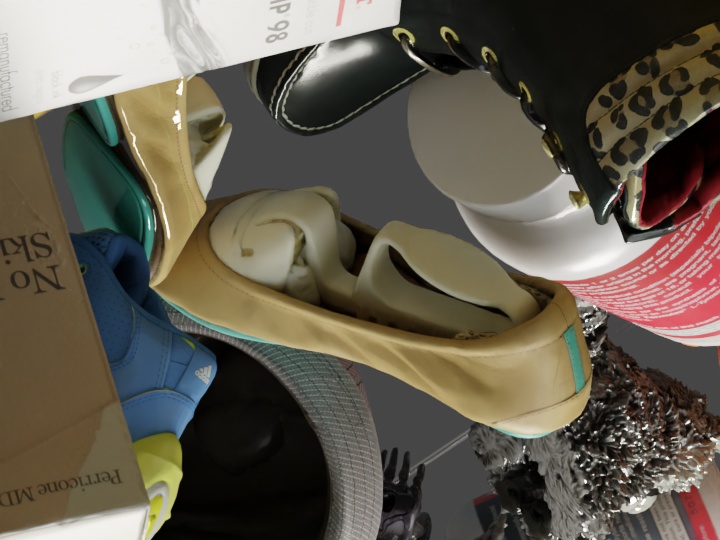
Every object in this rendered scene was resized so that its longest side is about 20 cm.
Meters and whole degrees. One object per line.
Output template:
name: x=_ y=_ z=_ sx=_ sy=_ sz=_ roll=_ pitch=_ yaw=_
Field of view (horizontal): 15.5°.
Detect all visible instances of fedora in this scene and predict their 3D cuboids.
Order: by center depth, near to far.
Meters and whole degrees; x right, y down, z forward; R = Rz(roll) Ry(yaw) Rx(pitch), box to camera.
fedora: x=-0.071 y=0.083 z=1.147 sx=0.200 sy=0.177 sz=0.090 roll=-35 pitch=180 yaw=26

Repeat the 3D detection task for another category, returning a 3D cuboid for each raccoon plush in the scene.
raccoon plush: x=0.141 y=0.055 z=1.302 sx=0.133 sy=0.097 sz=0.201 roll=-24 pitch=152 yaw=-30

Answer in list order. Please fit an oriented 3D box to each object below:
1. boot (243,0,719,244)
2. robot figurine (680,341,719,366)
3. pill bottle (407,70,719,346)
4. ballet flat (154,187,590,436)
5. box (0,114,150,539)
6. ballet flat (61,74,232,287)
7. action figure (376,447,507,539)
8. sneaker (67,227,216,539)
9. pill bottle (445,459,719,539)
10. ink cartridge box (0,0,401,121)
boot: x=0.051 y=-0.070 z=0.915 sx=0.203 sy=0.154 sz=0.073 roll=-39 pitch=149 yaw=31
robot figurine: x=0.235 y=0.016 z=1.262 sx=0.144 sy=0.117 sz=0.200 roll=-34 pitch=159 yaw=-25
pill bottle: x=0.105 y=-0.042 z=1.055 sx=0.112 sy=0.113 sz=0.200 roll=-33 pitch=152 yaw=22
ballet flat: x=0.000 y=0.000 z=1.012 sx=0.069 sy=0.199 sz=0.063 roll=-50 pitch=149 yaw=-39
box: x=-0.141 y=0.017 z=0.882 sx=0.094 sy=0.201 sz=0.078 roll=-12 pitch=153 yaw=-18
ballet flat: x=-0.073 y=-0.058 z=0.950 sx=0.063 sy=0.069 sz=0.200 roll=-31 pitch=158 yaw=-15
action figure: x=0.024 y=0.156 z=1.344 sx=0.118 sy=0.102 sz=0.201 roll=9 pitch=145 yaw=24
sneaker: x=-0.132 y=0.023 z=0.978 sx=0.105 sy=0.199 sz=0.076 roll=-56 pitch=154 yaw=-9
pill bottle: x=0.111 y=0.169 z=1.451 sx=0.199 sy=0.120 sz=0.120 roll=-23 pitch=154 yaw=2
ink cartridge box: x=-0.048 y=-0.119 z=0.805 sx=0.199 sy=0.067 sz=0.116 roll=-15 pitch=152 yaw=-13
